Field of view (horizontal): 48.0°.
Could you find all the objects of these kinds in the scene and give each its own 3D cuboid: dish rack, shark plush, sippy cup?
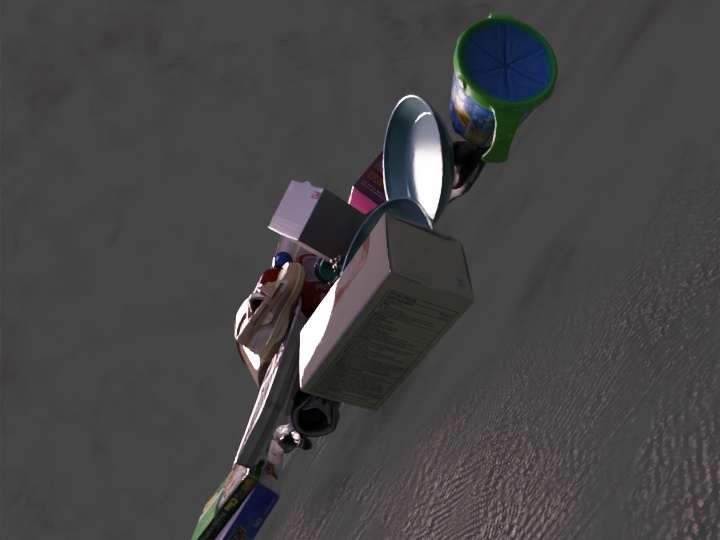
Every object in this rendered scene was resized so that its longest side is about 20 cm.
[{"bbox_3d":[-0.114,0.167,1.116,0.202,0.043,0.173,-72,8,-46],"label":"dish rack"},{"bbox_3d":[-0.099,0.230,1.249,0.082,0.092,0.200,-27,-3,-7],"label":"shark plush"},{"bbox_3d":[0.175,-0.236,1.068,0.179,0.139,0.131,-50,-9,-23],"label":"sippy cup"}]

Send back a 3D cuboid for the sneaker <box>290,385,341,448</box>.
[{"bbox_3d":[-0.039,0.146,1.093,0.114,0.074,0.203,-83,17,-74],"label":"sneaker"}]

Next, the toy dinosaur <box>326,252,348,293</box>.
[{"bbox_3d":[0.000,0.000,1.112,0.048,0.086,0.204,-124,27,-51],"label":"toy dinosaur"}]

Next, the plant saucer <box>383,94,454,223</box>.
[{"bbox_3d":[0.088,-0.151,1.171,0.199,0.035,0.205,175,90,-68],"label":"plant saucer"}]

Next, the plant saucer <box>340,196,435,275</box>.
[{"bbox_3d":[0.039,0.012,0.988,0.199,0.035,0.204,-33,49,47],"label":"plant saucer"}]

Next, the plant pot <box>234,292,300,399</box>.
[{"bbox_3d":[-0.137,0.152,1.515,0.202,0.198,0.174,-55,23,17],"label":"plant pot"}]

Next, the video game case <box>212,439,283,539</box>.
[{"bbox_3d":[-0.187,0.379,1.248,0.202,0.045,0.181,-58,10,6],"label":"video game case"}]

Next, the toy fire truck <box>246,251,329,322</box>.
[{"bbox_3d":[-0.084,0.055,1.295,0.112,0.195,0.172,129,139,-73],"label":"toy fire truck"}]

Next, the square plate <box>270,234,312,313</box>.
[{"bbox_3d":[-0.064,0.018,1.378,0.028,0.197,0.202,39,114,52],"label":"square plate"}]

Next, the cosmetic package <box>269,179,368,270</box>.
[{"bbox_3d":[-0.022,-0.046,1.177,0.106,0.198,0.092,22,86,59],"label":"cosmetic package"}]

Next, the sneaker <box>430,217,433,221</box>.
[{"bbox_3d":[0.054,0.015,1.072,0.072,0.070,0.204,24,96,41],"label":"sneaker"}]

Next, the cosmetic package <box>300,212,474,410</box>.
[{"bbox_3d":[0.021,0.049,0.848,0.201,0.102,0.088,-52,29,37],"label":"cosmetic package"}]

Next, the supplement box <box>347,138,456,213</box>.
[{"bbox_3d":[0.071,-0.160,1.466,0.201,0.102,0.131,-52,-7,-25],"label":"supplement box"}]

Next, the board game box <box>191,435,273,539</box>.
[{"bbox_3d":[-0.199,0.340,1.226,0.201,0.023,0.105,-53,12,27],"label":"board game box"}]

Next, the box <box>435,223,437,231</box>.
[{"bbox_3d":[0.072,-0.035,1.332,0.146,0.036,0.200,-57,4,14],"label":"box"}]

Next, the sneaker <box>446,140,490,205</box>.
[{"bbox_3d":[0.128,-0.159,1.216,0.077,0.087,0.200,-58,5,-18],"label":"sneaker"}]

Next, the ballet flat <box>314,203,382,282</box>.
[{"bbox_3d":[-0.006,-0.049,1.293,0.199,0.074,0.073,-36,-3,-23],"label":"ballet flat"}]

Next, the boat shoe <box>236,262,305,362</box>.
[{"bbox_3d":[-0.129,0.046,1.167,0.073,0.064,0.202,-55,12,35],"label":"boat shoe"}]
